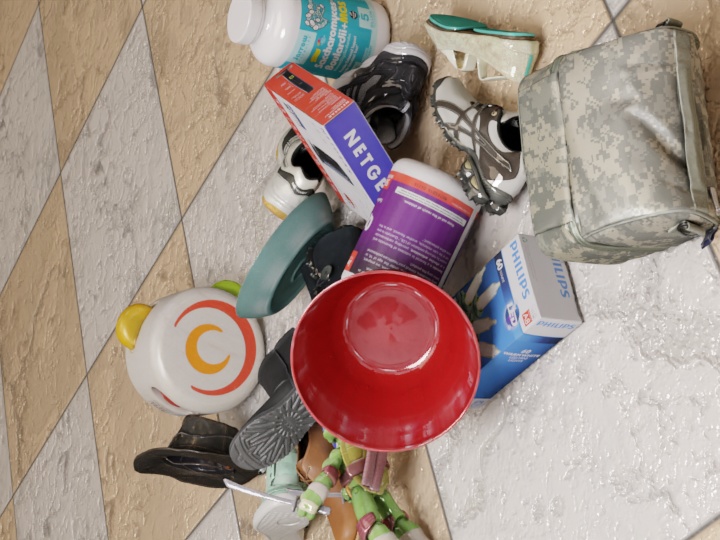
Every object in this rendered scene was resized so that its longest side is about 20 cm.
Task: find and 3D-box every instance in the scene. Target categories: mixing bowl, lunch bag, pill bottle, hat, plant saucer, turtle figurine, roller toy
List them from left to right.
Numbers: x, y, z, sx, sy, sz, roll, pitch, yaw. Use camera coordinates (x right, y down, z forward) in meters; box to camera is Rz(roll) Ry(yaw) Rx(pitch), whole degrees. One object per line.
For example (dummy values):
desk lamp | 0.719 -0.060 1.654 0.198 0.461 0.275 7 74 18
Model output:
roller toy | -0.247 0.122 2.058 0.139 0.199 0.184 -14 90 59
hat | -0.230 0.252 2.021 0.200 0.199 0.082 -30 51 54
plant saucer | -0.091 -0.011 1.861 0.036 0.200 0.201 35 122 12
pill bottle | -0.069 -0.312 1.820 0.111 0.198 0.112 -17 70 58
turtle figurine | -0.019 0.281 1.643 0.194 0.199 0.144 53 170 26
mixing bowl | 0.031 0.079 1.498 0.109 0.198 0.202 -73 1 -71
pill bottle | 0.050 -0.018 1.596 0.112 0.112 0.201 22 86 59
lunch bag | 0.248 -0.111 1.289 0.167 0.138 0.202 -25 64 57

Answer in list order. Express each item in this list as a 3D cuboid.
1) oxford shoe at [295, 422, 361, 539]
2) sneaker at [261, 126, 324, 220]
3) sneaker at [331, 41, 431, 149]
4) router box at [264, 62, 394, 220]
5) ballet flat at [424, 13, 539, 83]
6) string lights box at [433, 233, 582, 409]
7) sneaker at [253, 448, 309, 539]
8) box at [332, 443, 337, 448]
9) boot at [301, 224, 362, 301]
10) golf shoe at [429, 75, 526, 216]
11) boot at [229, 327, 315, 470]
oxford shoe | -0.047 0.271 1.800 0.071 0.071 0.201 -54 42 38
sneaker | -0.069 -0.148 1.887 0.088 0.075 0.201 -45 21 33
sneaker | 0.010 -0.198 1.759 0.200 0.075 0.115 -33 37 50
router box | -0.018 -0.144 1.719 0.049 0.201 0.179 -39 34 -7
ballet flat | 0.130 -0.251 1.600 0.200 0.067 0.063 31 121 58
string lights box | 0.148 0.058 1.510 0.200 0.058 0.104 -48 45 46
sneaker | -0.104 0.283 1.838 0.201 0.073 0.119 99 169 -69
box | 0.020 0.160 1.737 0.200 0.041 0.120 -29 60 58
boot | 0.000 0.000 1.760 0.200 0.076 0.169 -45 38 31
golf shoe | 0.144 -0.156 1.565 0.094 0.077 0.201 -42 49 26
boot | -0.114 0.165 1.837 0.164 0.066 0.200 -38 22 -1
